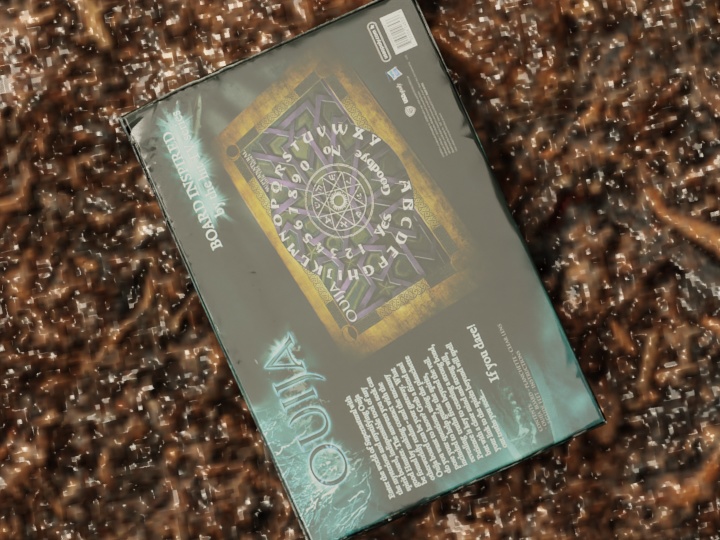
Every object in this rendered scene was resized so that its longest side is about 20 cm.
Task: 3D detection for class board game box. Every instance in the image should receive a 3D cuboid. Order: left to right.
[{"bbox_3d":[0.000,0.000,1.129,0.135,0.028,0.200,-24,86,-2],"label":"board game box"}]
